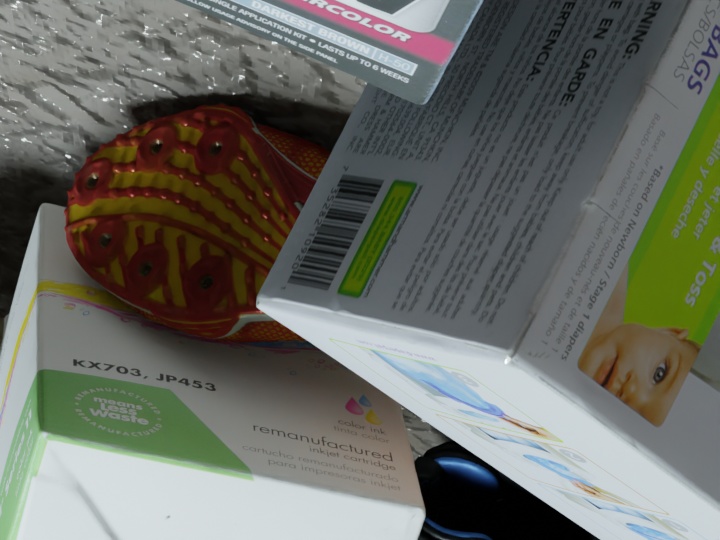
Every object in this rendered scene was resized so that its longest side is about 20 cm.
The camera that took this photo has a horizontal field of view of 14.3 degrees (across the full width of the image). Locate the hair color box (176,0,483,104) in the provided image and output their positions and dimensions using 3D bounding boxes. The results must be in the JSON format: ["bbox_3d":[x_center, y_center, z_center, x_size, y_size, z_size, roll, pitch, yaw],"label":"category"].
[{"bbox_3d":[-0.003,-0.112,0.584,0.099,0.061,0.200,22,159,-3],"label":"hair color box"}]

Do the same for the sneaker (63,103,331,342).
[{"bbox_3d":[0.000,0.000,0.847,0.199,0.073,0.077,11,164,28],"label":"sneaker"}]

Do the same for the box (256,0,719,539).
[{"bbox_3d":[0.092,0.014,0.718,0.200,0.113,0.101,36,165,-35],"label":"box"}]

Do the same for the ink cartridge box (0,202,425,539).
[{"bbox_3d":[-0.053,0.041,0.893,0.117,0.068,0.200,12,-157,-12],"label":"ink cartridge box"}]

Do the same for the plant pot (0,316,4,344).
[{"bbox_3d":[-0.143,0.125,1.039,0.199,0.178,0.200,29,-177,-23],"label":"plant pot"}]

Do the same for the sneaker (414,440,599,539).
[{"bbox_3d":[0.019,0.102,1.096,0.199,0.073,0.112,-1,148,28],"label":"sneaker"}]
